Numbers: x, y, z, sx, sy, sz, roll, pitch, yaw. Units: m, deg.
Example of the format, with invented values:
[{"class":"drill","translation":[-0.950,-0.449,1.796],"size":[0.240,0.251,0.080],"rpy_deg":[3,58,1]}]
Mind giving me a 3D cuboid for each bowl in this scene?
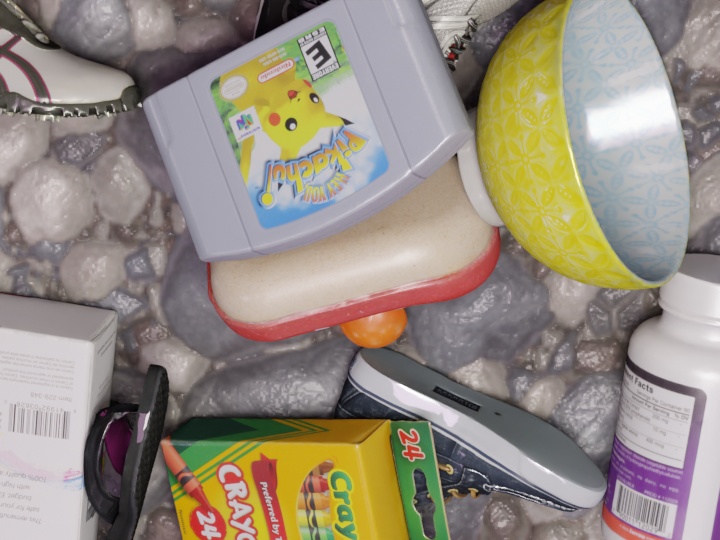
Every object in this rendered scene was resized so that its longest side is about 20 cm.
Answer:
[{"class":"bowl","translation":[0.127,-0.077,1.187],"size":[0.107,0.200,0.202],"rpy_deg":[-13,105,30]}]

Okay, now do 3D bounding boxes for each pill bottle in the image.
[{"class":"pill bottle","translation":[0.231,0.096,1.252],"size":[0.110,0.112,0.202],"rpy_deg":[8,106,2]}]

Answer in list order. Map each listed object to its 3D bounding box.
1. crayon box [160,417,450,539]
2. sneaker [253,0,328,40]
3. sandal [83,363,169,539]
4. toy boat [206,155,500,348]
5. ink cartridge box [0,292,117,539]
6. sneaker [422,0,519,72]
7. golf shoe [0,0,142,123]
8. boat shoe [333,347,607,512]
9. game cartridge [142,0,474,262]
[{"class":"crayon box","translation":[-0.037,0.169,1.282],"size":[0.198,0.051,0.128],"rpy_deg":[-4,106,30]},{"class":"sneaker","translation":[-0.013,-0.198,1.203],"size":[0.075,0.088,0.201],"rpy_deg":[32,105,-5]},{"class":"sandal","translation":[-0.170,0.140,1.276],"size":[0.048,0.076,0.201],"rpy_deg":[16,134,-3]},{"class":"toy boat","translation":[0.000,0.000,1.254],"size":[0.198,0.131,0.131],"rpy_deg":[-14,134,8]},{"class":"ink cartridge box","translation":[-0.257,0.122,1.307],"size":[0.146,0.086,0.202],"rpy_deg":[9,107,3]},{"class":"sneaker","translation":[0.037,-0.132,1.208],"size":[0.200,0.078,0.082],"rpy_deg":[-39,70,10]},{"class":"golf shoe","translation":[-0.243,-0.150,1.241],"size":[0.198,0.077,0.089],"rpy_deg":[11,98,0]},{"class":"boat shoe","translation":[0.070,0.136,1.292],"size":[0.199,0.071,0.092],"rpy_deg":[27,111,13]},{"class":"game cartridge","translation":[-0.034,-0.089,1.169],"size":[0.199,0.040,0.134],"rpy_deg":[-26,82,17]}]
